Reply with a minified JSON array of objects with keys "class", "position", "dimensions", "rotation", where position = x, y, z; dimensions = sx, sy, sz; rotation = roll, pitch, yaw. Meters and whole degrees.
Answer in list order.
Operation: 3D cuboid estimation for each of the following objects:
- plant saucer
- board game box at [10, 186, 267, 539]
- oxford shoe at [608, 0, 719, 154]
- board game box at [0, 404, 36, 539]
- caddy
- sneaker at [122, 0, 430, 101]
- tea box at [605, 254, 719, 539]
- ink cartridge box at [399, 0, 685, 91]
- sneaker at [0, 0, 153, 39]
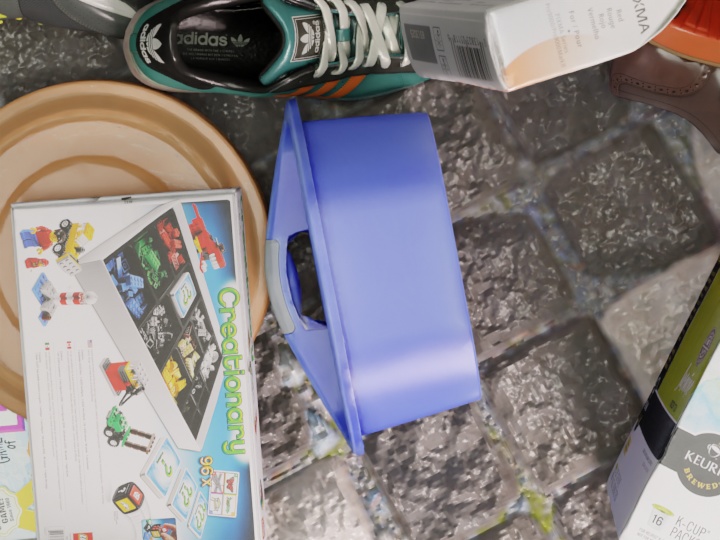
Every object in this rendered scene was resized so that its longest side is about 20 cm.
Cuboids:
[{"class":"plant saucer","position":[-0.149,-0.007,1.631],"dimensions":[0.200,0.032,0.201],"rotation":[0,93,2]},{"class":"board game box","position":[-0.122,0.057,1.601],"dimensions":[0.126,0.035,0.200],"rotation":[-3,94,3]},{"class":"oxford shoe","position":[0.237,-0.096,1.636],"dimensions":[0.200,0.071,0.073],"rotation":[22,123,-2]},{"class":"board game box","position":[-0.164,0.052,1.669],"dimensions":[0.134,0.034,0.200],"rotation":[-5,94,3]},{"class":"caddy","position":[0.000,0.000,1.606],"dimensions":[0.105,0.141,0.200],"rotation":[-11,93,-2]},{"class":"sneaker","position":[-0.027,-0.126,1.611],"dimensions":[0.200,0.080,0.071],"rotation":[-6,97,-14]},{"class":"tea box","position":[0.234,0.073,1.570],"dimensions":[0.134,0.200,0.197],"rotation":[25,95,1]},{"class":"ink cartridge box","position":[0.137,-0.146,1.561],"dimensions":[0.200,0.162,0.050],"rotation":[-14,100,-14]},{"class":"sneaker","position":[-0.215,-0.171,1.647],"dimensions":[0.200,0.074,0.085],"rotation":[23,120,-5]}]
